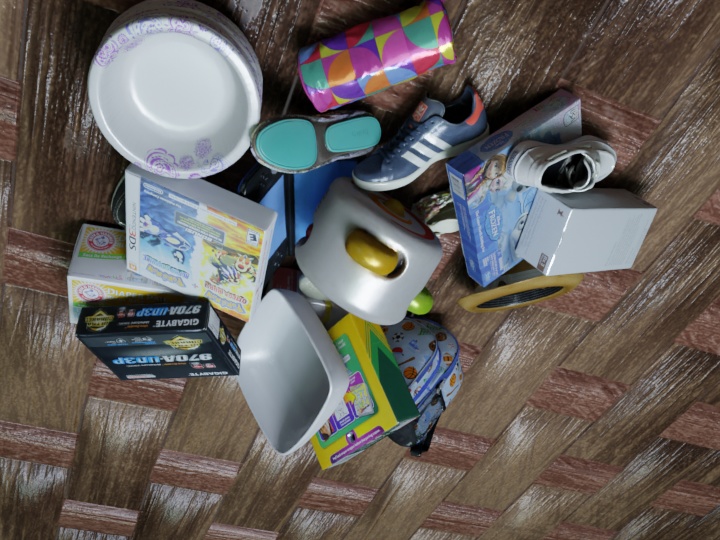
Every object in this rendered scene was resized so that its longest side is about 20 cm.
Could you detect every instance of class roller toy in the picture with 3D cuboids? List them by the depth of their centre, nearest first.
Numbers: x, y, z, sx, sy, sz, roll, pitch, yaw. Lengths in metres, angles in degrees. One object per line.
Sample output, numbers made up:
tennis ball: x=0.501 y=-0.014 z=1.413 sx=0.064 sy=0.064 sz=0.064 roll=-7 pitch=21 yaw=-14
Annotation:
roller toy: x=0.013 y=-0.033 z=0.979 sx=0.198 sy=0.182 sz=0.141 roll=14 pitch=115 yaw=-50

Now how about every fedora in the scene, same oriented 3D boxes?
fedora: x=0.237 y=0.005 z=1.114 sx=0.195 sy=0.084 sz=0.201 roll=-9 pitch=166 yaw=-2

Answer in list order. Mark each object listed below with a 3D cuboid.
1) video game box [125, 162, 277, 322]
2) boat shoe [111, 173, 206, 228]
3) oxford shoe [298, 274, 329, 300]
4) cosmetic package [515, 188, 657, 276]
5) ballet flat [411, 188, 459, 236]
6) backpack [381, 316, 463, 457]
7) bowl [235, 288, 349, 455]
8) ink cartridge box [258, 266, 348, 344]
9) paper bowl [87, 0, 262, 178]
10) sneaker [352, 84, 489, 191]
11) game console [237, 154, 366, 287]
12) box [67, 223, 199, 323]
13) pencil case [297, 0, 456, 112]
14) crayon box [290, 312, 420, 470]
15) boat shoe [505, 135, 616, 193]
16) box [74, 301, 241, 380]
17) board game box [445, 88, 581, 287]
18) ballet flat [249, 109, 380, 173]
video game box: x=-0.217 y=-0.038 z=0.969 sx=0.196 sy=0.047 sz=0.184 roll=23 pitch=138 yaw=4
boat shoe: x=-0.276 y=-0.112 z=1.002 sx=0.197 sy=0.061 sz=0.074 roll=-30 pitch=128 yaw=22
oxford shoe: x=0.000 y=0.000 z=1.121 sx=0.194 sy=0.059 sz=0.076 roll=-12 pitch=148 yaw=-4
cosmetic package: x=0.318 y=-0.057 z=1.025 sx=0.196 sy=0.074 sz=0.104 roll=-2 pitch=120 yaw=-35
ballet flat: x=0.164 y=-0.094 z=1.050 sx=0.196 sy=0.065 sz=0.076 roll=-24 pitch=130 yaw=17
backpack: x=0.072 y=0.164 z=1.197 sx=0.198 sy=0.190 sz=0.157 roll=29 pitch=142 yaw=32
bowl: x=-0.100 y=0.150 z=1.099 sx=0.074 sy=0.202 sz=0.201 roll=-6 pitch=143 yaw=-45
ink cartridge box: x=-0.060 y=0.075 z=1.187 sx=0.195 sy=0.069 sz=0.118 roll=11 pitch=132 yaw=-14
paper bowl: x=-0.214 y=-0.221 z=0.870 sx=0.195 sy=0.106 sz=0.204 roll=-2 pitch=129 yaw=-3
sneaker: x=0.073 y=-0.177 z=0.942 sx=0.197 sy=0.075 sz=0.086 roll=-28 pitch=134 yaw=-10
game console: x=-0.079 y=-0.071 z=1.023 sx=0.116 sy=0.172 sz=0.203 roll=18 pitch=136 yaw=16
box: x=-0.326 y=0.019 z=1.088 sx=0.194 sy=0.103 sz=0.114 roll=9 pitch=138 yaw=-12
pencil case: x=0.022 y=-0.260 z=0.875 sx=0.195 sy=0.090 sz=0.089 roll=-18 pitch=132 yaw=11
crayon box: x=-0.020 y=0.183 z=1.115 sx=0.057 sy=0.176 sz=0.199 roll=-7 pitch=155 yaw=-44
boat shoe: x=0.276 y=-0.133 z=0.942 sx=0.196 sy=0.066 sz=0.074 roll=-2 pitch=120 yaw=-38
box: x=-0.289 y=0.106 z=1.067 sx=0.194 sy=0.047 sz=0.160 roll=-3 pitch=148 yaw=8
board game box: x=0.219 y=-0.108 z=0.995 sx=0.197 sy=0.043 sz=0.203 roll=-34 pitch=134 yaw=-14
ballet flat: x=-0.064 y=-0.164 z=0.925 sx=0.197 sy=0.072 sz=0.073 roll=-15 pitch=144 yaw=-37
